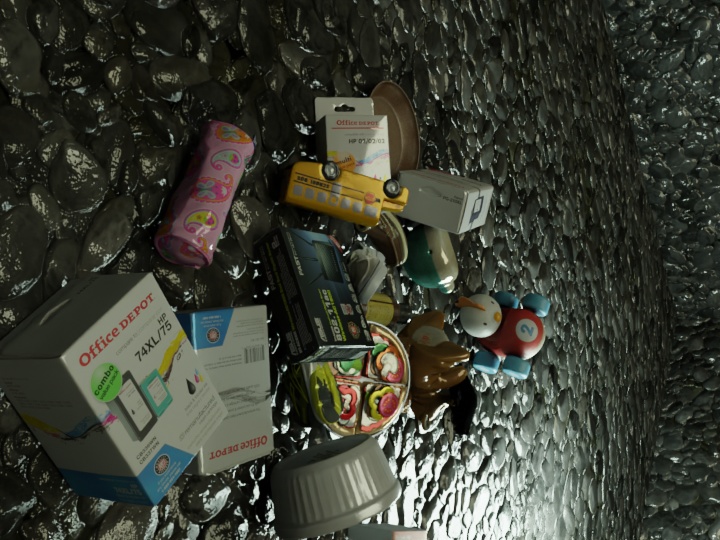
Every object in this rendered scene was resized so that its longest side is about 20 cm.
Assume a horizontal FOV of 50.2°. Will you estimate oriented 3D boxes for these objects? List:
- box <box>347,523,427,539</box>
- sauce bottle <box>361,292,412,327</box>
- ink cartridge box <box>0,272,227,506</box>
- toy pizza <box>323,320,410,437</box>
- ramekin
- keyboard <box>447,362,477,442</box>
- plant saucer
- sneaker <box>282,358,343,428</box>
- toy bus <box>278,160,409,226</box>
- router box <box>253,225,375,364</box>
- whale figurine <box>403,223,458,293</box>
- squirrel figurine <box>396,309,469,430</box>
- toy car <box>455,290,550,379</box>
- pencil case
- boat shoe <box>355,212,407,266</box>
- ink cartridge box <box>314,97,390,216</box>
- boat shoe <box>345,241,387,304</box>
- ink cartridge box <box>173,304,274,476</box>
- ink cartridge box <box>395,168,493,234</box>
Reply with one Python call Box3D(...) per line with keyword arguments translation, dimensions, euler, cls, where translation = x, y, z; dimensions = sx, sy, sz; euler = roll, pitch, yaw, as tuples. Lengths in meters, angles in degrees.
Box3D(translation=(0.040, 0.550, 1.334), dimensions=(0.124, 0.096, 0.205), euler=(24, 67, -53), cls="box")
Box3D(translation=(0.031, 0.073, 1.391), dimensions=(0.198, 0.064, 0.066), euler=(14, 75, -55), cls="sauce bottle")
Box3D(translation=(-0.275, 0.128, 0.849), dimensions=(0.147, 0.143, 0.203), euler=(-52, 128, -45), cls="ink cartridge box")
Box3D(translation=(0.006, 0.187, 1.299), dimensions=(0.196, 0.032, 0.206), euler=(-1, 92, -29), cls="toy pizza")
Box3D(translation=(-0.045, 0.316, 1.149), dimensions=(0.201, 0.200, 0.096), euler=(-15, 86, -55), cls="ramekin")
Box3D(translation=(0.199, 0.254, 1.456), dimensions=(0.200, 0.039, 0.106), euler=(-92, -161, -78), cls="keyboard")
Box3D(translation=(0.052, -0.259, 1.477), dimensions=(0.199, 0.036, 0.206), euler=(6, 83, -57), cls="plant saucer")
Box3D(translation=(-0.092, 0.149, 1.196), dimensions=(0.074, 0.084, 0.204), euler=(16, 53, -51), cls="sneaker")
Box3D(translation=(-0.025, -0.122, 1.224), dimensions=(0.196, 0.065, 0.080), euler=(14, 87, -18), cls="toy bus")
Box3D(translation=(-0.069, 0.039, 1.179), dimensions=(0.149, 0.062, 0.204), euler=(6, 58, -55), cls="router box")
Box3D(translation=(0.140, -0.026, 1.557), dimensions=(0.200, 0.102, 0.163), euler=(7, 65, -79), cls="whale figurine")
Box3D(translation=(0.100, 0.206, 1.443), dimensions=(0.196, 0.142, 0.190), euler=(-12, 126, -22), cls="squirrel figurine")
Box3D(translation=(0.297, 0.113, 1.717), dimensions=(0.199, 0.175, 0.188), euler=(33, 71, -36), cls="toy car")
Box3D(translation=(-0.205, -0.103, 1.032), dimensions=(0.088, 0.086, 0.203), euler=(47, 49, -43), cls="pencil case")
Box3D(translation=(0.019, -0.088, 1.392), dimensions=(0.075, 0.074, 0.205), euler=(-40, 113, -37), cls="boat shoe")
Box3D(translation=(-0.013, -0.198, 1.298), dimensions=(0.112, 0.068, 0.205), euler=(-4, 90, -19), cls="ink cartridge box")
Box3D(translation=(0.000, 0.000, 1.301), dimensions=(0.074, 0.066, 0.200), euler=(-55, -174, 9), cls="boat shoe")
Box3D(translation=(-0.194, 0.153, 1.025), dimensions=(0.144, 0.082, 0.205), euler=(-3, 89, -57), cls="ink cartridge box")
Box3D(translation=(0.162, -0.139, 1.494), dimensions=(0.199, 0.142, 0.086), euler=(-20, 125, -65), cls="ink cartridge box")
